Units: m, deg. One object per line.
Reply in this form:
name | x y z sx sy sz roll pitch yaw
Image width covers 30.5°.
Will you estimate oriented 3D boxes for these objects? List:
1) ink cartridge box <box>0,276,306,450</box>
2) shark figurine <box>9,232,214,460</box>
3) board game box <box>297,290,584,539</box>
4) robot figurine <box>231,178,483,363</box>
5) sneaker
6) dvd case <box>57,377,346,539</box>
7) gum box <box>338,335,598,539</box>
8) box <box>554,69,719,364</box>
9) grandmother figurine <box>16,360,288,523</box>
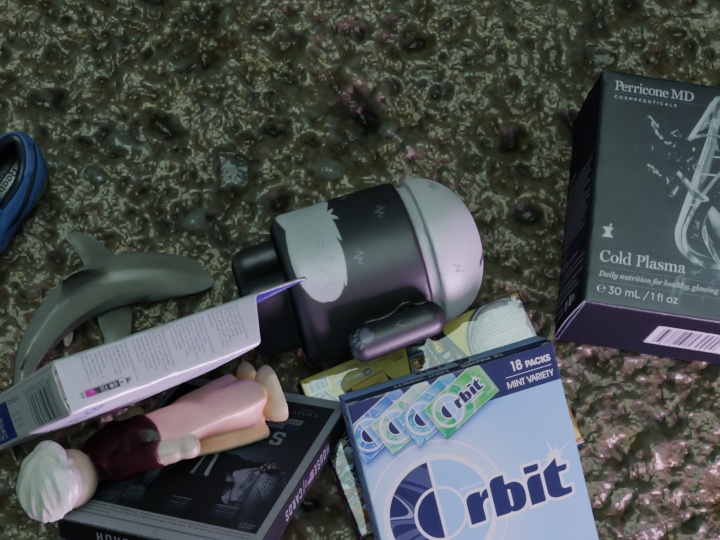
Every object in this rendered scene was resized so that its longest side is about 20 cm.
ink cartridge box | -0.155 0.071 0.948 0.198 0.196 0.044 -17 85 -32
shark figurine | -0.233 0.040 1.055 0.128 0.090 0.215 39 74 9
board game box | 0.064 0.117 1.075 0.198 0.035 0.137 -21 77 -9
robot figurine | 0.001 0.002 1.059 0.197 0.125 0.152 -17 78 -7
sneaker | -0.323 -0.025 1.073 0.065 0.079 0.202 26 76 3
dvd case | -0.108 0.146 0.976 0.148 0.025 0.200 8 29 17
gum box | 0.088 0.172 1.021 0.168 0.045 0.203 -16 97 -9
box | 0.273 -0.038 1.086 0.197 0.124 0.199 8 72 -1
grandmother figurine | -0.149 0.123 0.939 0.198 0.121 0.061 -21 94 -29
